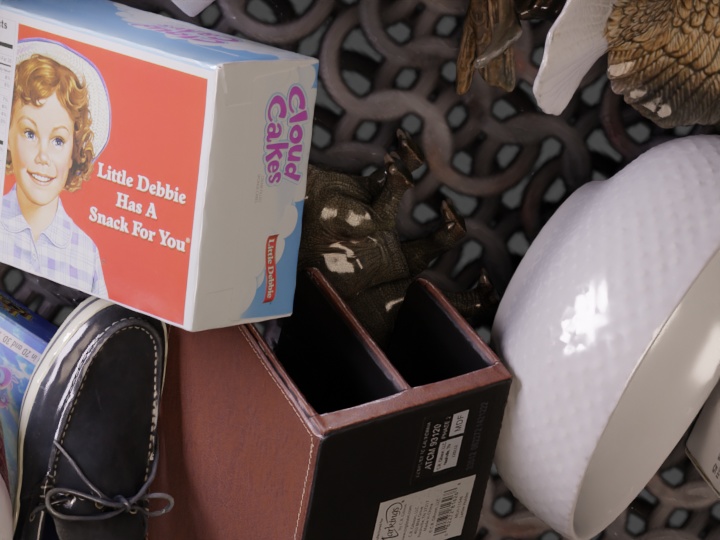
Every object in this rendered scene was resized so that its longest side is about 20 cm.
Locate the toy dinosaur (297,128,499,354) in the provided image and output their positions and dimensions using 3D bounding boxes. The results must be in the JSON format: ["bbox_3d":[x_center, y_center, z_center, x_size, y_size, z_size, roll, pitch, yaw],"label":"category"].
[{"bbox_3d":[0.000,0.000,1.362,0.102,0.077,0.200,-31,114,14],"label":"toy dinosaur"}]

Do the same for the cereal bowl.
[{"bbox_3d":[0.119,0.020,1.327,0.083,0.200,0.201,32,100,17],"label":"cereal bowl"}]

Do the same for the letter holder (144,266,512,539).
[{"bbox_3d":[-0.023,0.089,1.332,0.100,0.142,0.201,-15,136,-27],"label":"letter holder"}]

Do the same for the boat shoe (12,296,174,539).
[{"bbox_3d":[-0.123,0.108,1.307,0.074,0.062,0.201,16,92,-41],"label":"boat shoe"}]

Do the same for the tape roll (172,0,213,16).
[{"bbox_3d":[-0.081,-0.226,1.209,0.139,0.203,0.203,-38,107,3],"label":"tape roll"}]

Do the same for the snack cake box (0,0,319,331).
[{"bbox_3d":[-0.116,-0.056,1.256,0.067,0.199,0.116,-9,111,-49],"label":"snack cake box"}]

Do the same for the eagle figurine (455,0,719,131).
[{"bbox_3d":[0.147,-0.140,1.309,0.199,0.152,0.152,1,85,-3],"label":"eagle figurine"}]

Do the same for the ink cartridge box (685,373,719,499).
[{"bbox_3d":[0.280,0.070,1.405,0.199,0.084,0.146,22,101,-14],"label":"ink cartridge box"}]

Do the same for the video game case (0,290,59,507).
[{"bbox_3d":[-0.230,0.079,1.353,0.200,0.045,0.182,34,99,-16],"label":"video game case"}]

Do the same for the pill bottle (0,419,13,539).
[{"bbox_3d":[-0.204,0.099,1.234,0.109,0.200,0.110,-2,105,-9],"label":"pill bottle"}]
